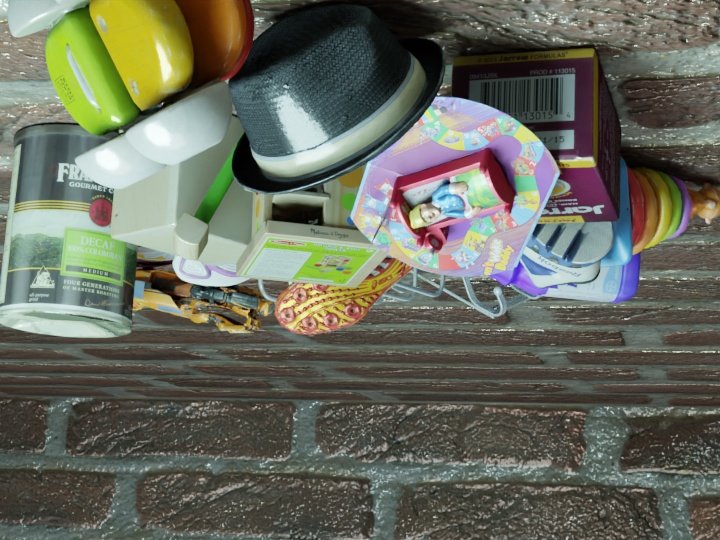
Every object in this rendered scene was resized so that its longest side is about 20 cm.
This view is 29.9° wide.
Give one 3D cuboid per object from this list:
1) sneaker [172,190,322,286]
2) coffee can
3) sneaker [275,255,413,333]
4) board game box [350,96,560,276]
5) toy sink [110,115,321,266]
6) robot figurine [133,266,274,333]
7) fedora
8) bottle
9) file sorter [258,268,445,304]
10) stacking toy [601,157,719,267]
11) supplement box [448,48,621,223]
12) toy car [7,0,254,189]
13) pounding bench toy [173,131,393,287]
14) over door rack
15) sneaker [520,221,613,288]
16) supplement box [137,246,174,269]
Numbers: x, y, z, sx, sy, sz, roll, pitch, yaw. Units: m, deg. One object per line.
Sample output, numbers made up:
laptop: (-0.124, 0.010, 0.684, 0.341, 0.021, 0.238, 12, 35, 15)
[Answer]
sneaker: (-0.128, -0.043, 1.530, 0.199, 0.075, 0.099, -30, -162, -23)
coffee can: (-0.310, -0.039, 1.459, 0.145, 0.202, 0.146, 3, 168, 1)
sneaker: (0.000, 0.000, 1.408, 0.199, 0.073, 0.077, -32, -166, -1)
board game box: (0.076, -0.055, 1.153, 0.156, 0.039, 0.201, 18, 136, -1)
toy sink: (-0.149, -0.081, 1.403, 0.111, 0.132, 0.199, -9, 164, 42)
robot figurine: (-0.204, 0.037, 1.659, 0.198, 0.059, 0.145, 11, 176, 7)
fedora: (-0.035, -0.152, 1.085, 0.199, 0.202, 0.092, -7, 131, 38)
bottle: (0.210, -0.013, 1.503, 0.198, 0.085, 0.065, 6, 174, -11)
file sorter: (-0.008, -0.027, 1.613, 0.199, 0.126, 0.138, -8, 163, 39)
stacking toy: (0.316, -0.070, 1.456, 0.198, 0.118, 0.109, -7, -178, -29)
supplement box: (0.163, -0.116, 1.232, 0.129, 0.104, 0.200, -2, 167, 18)
toy car: (-0.158, -0.171, 1.019, 0.149, 0.176, 0.199, -33, -170, -35)
pounding bench toy: (-0.080, -0.085, 1.288, 0.198, 0.158, 0.124, 5, 161, -16)
over door rack: (0.150, -0.007, 1.663, 0.147, 0.067, 0.199, -19, -158, -36)
sneaker: (0.169, -0.039, 1.385, 0.199, 0.081, 0.115, 33, 160, 25)
supplement box: (-0.269, -0.057, 1.628, 0.199, 0.087, 0.110, -9, 163, 44)
